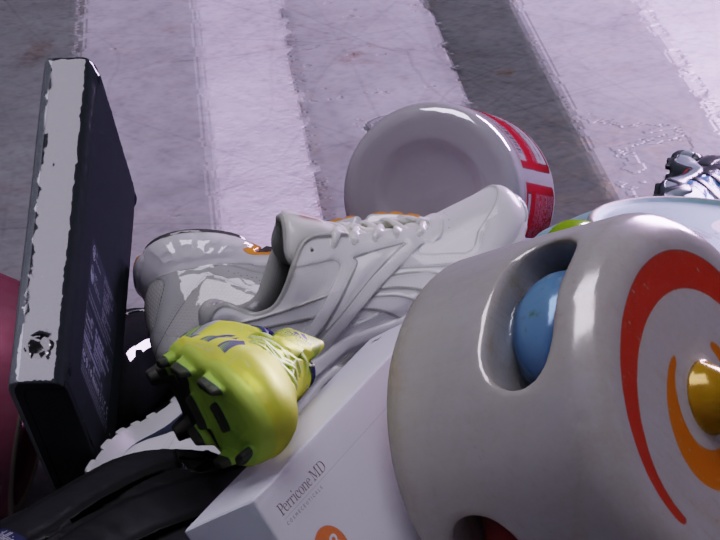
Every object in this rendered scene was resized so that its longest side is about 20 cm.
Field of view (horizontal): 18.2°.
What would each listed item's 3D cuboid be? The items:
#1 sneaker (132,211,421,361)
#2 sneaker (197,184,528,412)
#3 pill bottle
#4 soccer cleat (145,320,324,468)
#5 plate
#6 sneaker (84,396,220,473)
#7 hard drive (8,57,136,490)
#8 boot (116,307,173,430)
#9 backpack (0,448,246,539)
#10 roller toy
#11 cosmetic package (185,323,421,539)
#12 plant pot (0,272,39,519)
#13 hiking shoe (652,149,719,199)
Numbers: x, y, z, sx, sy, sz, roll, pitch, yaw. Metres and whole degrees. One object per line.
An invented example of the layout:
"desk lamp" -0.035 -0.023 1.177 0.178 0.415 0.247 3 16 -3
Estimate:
"sneaker" -0.029 0.026 1.292 0.198 0.076 0.093 -7 56 -3
"sneaker" 0.000 0.000 1.221 0.199 0.100 0.078 -34 14 -12
"pill bottle" 0.064 -0.047 1.438 0.111 0.113 0.200 1 1 14
"soccer cleat" -0.052 0.049 1.075 0.083 0.065 0.200 -27 5 -11
"plate" 0.197 -0.014 1.288 0.198 0.026 0.200 3 16 -1
"sneaker" -0.090 0.121 1.218 0.080 0.077 0.200 15 32 20
"hard drive" -0.154 0.005 1.224 0.033 0.140 0.201 -1 59 5
"boot" -0.064 0.049 1.362 0.198 0.066 0.165 -3 17 -3
"backpack" -0.112 0.161 1.071 0.162 0.155 0.200 6 39 40
"roller toy" 0.116 0.073 1.055 0.139 0.202 0.182 -16 -3 38
"cosmetic package" 0.018 0.129 1.076 0.052 0.151 0.200 -29 9 35
"plant pot" -0.267 0.061 1.256 0.178 0.201 0.200 11 25 -1
"hiking shoe" 0.238 -0.032 1.474 0.086 0.075 0.200 1 25 14
